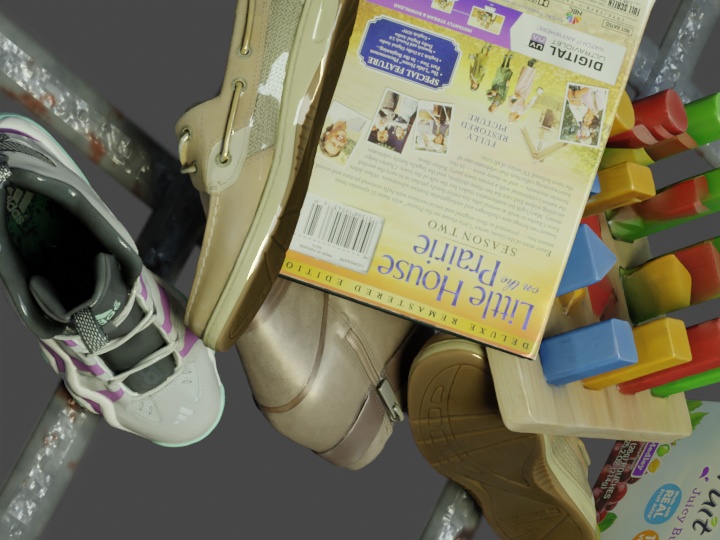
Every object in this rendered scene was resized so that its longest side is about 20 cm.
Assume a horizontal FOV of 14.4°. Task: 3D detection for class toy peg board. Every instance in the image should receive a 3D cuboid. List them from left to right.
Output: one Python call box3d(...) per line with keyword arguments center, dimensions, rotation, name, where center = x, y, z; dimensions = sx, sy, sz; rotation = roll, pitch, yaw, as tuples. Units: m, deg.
box3d(center=(0.143, -0.019, 1.535), dimensions=(0.199, 0.098, 0.200), rotation=(10, 64, -59), name="toy peg board")

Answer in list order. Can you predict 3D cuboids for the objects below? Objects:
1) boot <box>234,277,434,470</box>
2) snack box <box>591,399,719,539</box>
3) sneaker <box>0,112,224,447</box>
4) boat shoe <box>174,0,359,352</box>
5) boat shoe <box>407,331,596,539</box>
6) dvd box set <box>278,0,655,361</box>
box3d(center=(0.000, 0.000, 1.520), dimensions=(0.200, 0.070, 0.146), rotation=(-54, 127, -24), name="boot")
box3d(center=(0.190, 0.172, 1.598), dimensions=(0.068, 0.169, 0.200), rotation=(42, 66, -32), name="snack box")
box3d(center=(-0.126, 0.023, 1.359), dimensions=(0.078, 0.140, 0.200), rotation=(-40, 111, -1), name="sneaker")
box3d(center=(-0.057, -0.060, 1.390), dimensions=(0.065, 0.072, 0.200), rotation=(16, 85, 6), name="boat shoe")
box3d(center=(0.077, 0.084, 1.556), dimensions=(0.200, 0.071, 0.065), rotation=(60, 29, -49), name="boat shoe")
box3d(center=(0.051, -0.071, 1.440), dimensions=(0.146, 0.029, 0.200), rotation=(18, 87, 0), name="dvd box set")
